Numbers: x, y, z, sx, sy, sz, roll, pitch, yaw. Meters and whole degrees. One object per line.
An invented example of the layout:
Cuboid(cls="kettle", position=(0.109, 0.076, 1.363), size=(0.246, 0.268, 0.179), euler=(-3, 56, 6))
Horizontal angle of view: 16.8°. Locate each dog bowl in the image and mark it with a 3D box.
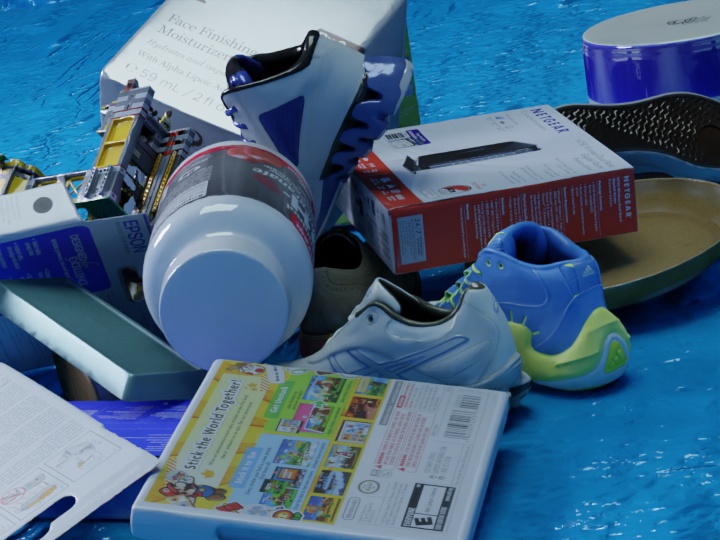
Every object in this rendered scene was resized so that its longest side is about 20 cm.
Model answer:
Cuboid(cls="dog bowl", position=(0.307, -0.195, 2.265), size=(0.199, 0.079, 0.200), euler=(-10, 15, 2))

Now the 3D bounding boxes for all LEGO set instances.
Cuboid(cls="LEGO set", position=(-0.167, -0.053, 1.783), size=(0.153, 0.200, 0.116), euler=(-14, 48, 42))

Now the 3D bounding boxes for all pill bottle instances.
Cuboid(cls="pill bottle", position=(-0.084, -0.006, 1.588), size=(0.110, 0.111, 0.200), euler=(-9, 19, 3))

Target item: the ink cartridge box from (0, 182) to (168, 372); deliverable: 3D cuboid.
Cuboid(cls="ink cartridge box", position=(-0.232, 0.011, 1.719), size=(0.199, 0.044, 0.198), euler=(-10, -28, 0))

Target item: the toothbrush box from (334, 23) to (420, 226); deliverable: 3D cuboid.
Cuboid(cls="toothbrush box", position=(-0.032, -0.142, 2.057), size=(0.145, 0.201, 0.086), euler=(-5, 12, 22))

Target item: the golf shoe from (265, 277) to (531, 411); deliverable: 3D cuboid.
Cuboid(cls="golf shoe", position=(0.007, 0.049, 1.534), size=(0.199, 0.098, 0.078), euler=(-6, 17, 23))

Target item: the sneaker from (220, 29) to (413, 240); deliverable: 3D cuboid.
Cuboid(cls="sneaker", position=(-0.058, -0.092, 1.707), size=(0.115, 0.200, 0.081), euler=(29, 24, -8))

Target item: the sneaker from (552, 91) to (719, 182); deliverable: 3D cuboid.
Cuboid(cls="sneaker", position=(0.229, -0.096, 1.976), size=(0.199, 0.073, 0.085), euler=(3, -28, -15))

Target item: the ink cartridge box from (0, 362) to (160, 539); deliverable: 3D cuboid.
Cuboid(cls="ink cartridge box", position=(-0.217, 0.139, 1.389), size=(0.162, 0.057, 0.200), euler=(-36, 36, -22))

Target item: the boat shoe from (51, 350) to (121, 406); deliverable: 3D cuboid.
Cuboid(cls="boat shoe", position=(-0.168, 0.062, 1.652), size=(0.069, 0.071, 0.200), euler=(-15, 14, -10))

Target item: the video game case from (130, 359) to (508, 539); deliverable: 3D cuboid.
Cuboid(cls="video game case", position=(-0.017, 0.108, 1.374), size=(0.181, 0.023, 0.200), euler=(6, 23, 8))

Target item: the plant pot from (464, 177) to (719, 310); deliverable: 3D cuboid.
Cuboid(cls="plant pot", position=(0.172, -0.014, 1.709), size=(0.199, 0.028, 0.200), euler=(-14, 19, 5))

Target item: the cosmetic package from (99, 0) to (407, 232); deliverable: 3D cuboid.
Cuboid(cls="cosmetic package", position=(-0.082, -0.125, 1.897), size=(0.164, 0.166, 0.200), euler=(23, 51, 16))

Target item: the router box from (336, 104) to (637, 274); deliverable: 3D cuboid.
Cuboid(cls="router box", position=(0.083, -0.062, 1.754), size=(0.178, 0.049, 0.200), euler=(-10, 19, -11))

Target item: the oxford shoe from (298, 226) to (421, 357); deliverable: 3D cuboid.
Cuboid(cls="oxford shoe", position=(0.000, 0.000, 1.759), size=(0.070, 0.075, 0.200), euler=(-7, 15, 13))

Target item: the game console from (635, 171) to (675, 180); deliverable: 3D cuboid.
Cuboid(cls="game console", position=(0.177, -0.029, 1.834), size=(0.176, 0.031, 0.200), euler=(-13, 15, -10))

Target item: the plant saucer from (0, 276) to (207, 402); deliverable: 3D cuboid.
Cuboid(cls="plant saucer", position=(-0.172, 0.042, 1.582), size=(0.070, 0.019, 0.200), euler=(-2, 20, -36))

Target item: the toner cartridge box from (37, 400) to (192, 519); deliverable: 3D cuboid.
Cuboid(cls="toner cartridge box", position=(-0.136, 0.115, 1.490), size=(0.199, 0.043, 0.095), euler=(-2, 18, 29))

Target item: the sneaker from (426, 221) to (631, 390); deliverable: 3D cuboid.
Cuboid(cls="sneaker", position=(0.094, 0.014, 1.585), size=(0.199, 0.106, 0.076), euler=(6, 22, 45))
